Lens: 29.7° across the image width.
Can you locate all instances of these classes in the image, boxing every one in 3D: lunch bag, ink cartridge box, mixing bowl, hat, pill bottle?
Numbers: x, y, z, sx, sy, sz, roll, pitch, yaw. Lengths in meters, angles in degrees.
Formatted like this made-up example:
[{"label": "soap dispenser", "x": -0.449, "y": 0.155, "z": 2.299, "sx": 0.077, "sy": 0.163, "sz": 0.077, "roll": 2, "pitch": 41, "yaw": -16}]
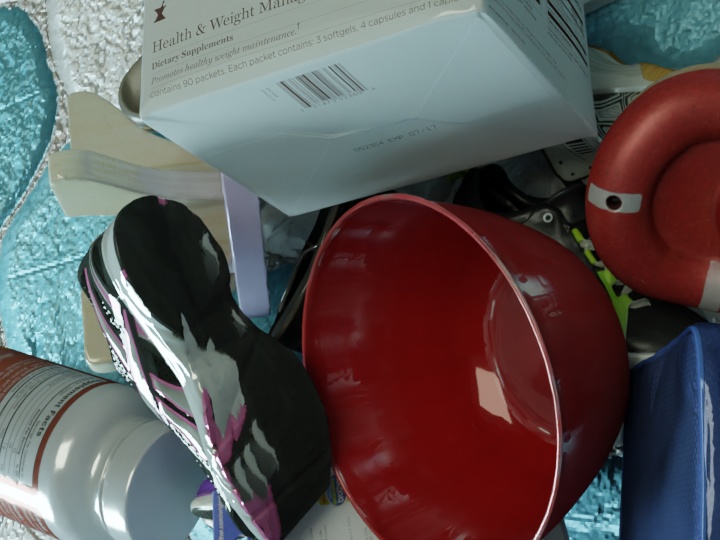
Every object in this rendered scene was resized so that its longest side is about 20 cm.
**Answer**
[{"label": "lunch bag", "x": 0.203, "y": 0.102, "z": 0.631, "sx": 0.131, "sy": 0.200, "sz": 0.137, "roll": 4, "pitch": 79, "yaw": 0}, {"label": "ink cartridge box", "x": 0.017, "y": 0.161, "z": 0.760, "sx": 0.198, "sy": 0.042, "sz": 0.120, "roll": -9, "pitch": 45, "yaw": 0}, {"label": "mixing bowl", "x": 0.068, "y": 0.052, "z": 0.720, "sx": 0.199, "sy": 0.108, "sz": 0.202, "roll": 18, "pitch": 114, "yaw": 49}, {"label": "hat", "x": 0.000, "y": 0.000, "z": 0.843, "sx": 0.080, "sy": 0.201, "sz": 0.202, "roll": 23, "pitch": 89, "yaw": -1}, {"label": "pill bottle", "x": -0.203, "y": 0.125, "z": 0.934, "sx": 0.198, "sy": 0.112, "sz": 0.113, "roll": 13, "pitch": 83, "yaw": 33}]

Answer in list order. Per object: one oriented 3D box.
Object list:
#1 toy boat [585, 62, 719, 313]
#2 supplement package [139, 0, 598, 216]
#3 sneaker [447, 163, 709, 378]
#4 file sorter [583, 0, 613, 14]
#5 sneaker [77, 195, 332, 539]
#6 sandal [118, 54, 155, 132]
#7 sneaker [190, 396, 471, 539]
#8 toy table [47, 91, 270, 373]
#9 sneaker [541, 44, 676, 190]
[{"label": "toy boat", "x": 0.208, "y": -0.021, "z": 0.671, "sx": 0.198, "sy": 0.131, "sz": 0.132, "roll": 14, "pitch": 118, "yaw": 15}, {"label": "supplement package", "x": 0.004, "y": -0.163, "z": 0.706, "sx": 0.190, "sy": 0.147, "sz": 0.202, "roll": -13, "pitch": 66, "yaw": 26}, {"label": "sneaker", "x": 0.120, "y": -0.006, "z": 0.777, "sx": 0.199, "sy": 0.071, "sz": 0.084, "roll": 28, "pitch": 120, "yaw": 34}, {"label": "file sorter", "x": 0.150, "y": -0.260, "z": 0.816, "sx": 0.199, "sy": 0.124, "sz": 0.140, "roll": -22, "pitch": 66, "yaw": 25}, {"label": "sneaker", "x": -0.089, "y": 0.058, "z": 0.755, "sx": 0.086, "sy": 0.080, "sz": 0.202, "roll": -21, "pitch": 95, "yaw": 51}, {"label": "sandal", "x": -0.117, "y": -0.193, "z": 1.003, "sx": 0.200, "sy": 0.055, "sz": 0.082, "roll": -47, "pitch": 58, "yaw": 6}, {"label": "sneaker", "x": -0.016, "y": 0.113, "z": 0.856, "sx": 0.198, "sy": 0.081, "sz": 0.084, "roll": -24, "pitch": 50, "yaw": 14}, {"label": "toy table", "x": -0.120, "y": -0.035, "z": 0.846, "sx": 0.116, "sy": 0.201, "sz": 0.185, "roll": -8, "pitch": 58, "yaw": -4}, {"label": "sneaker", "x": 0.158, "y": -0.082, "z": 0.802, "sx": 0.199, "sy": 0.075, "sz": 0.089, "roll": 24, "pitch": 104, "yaw": 39}]
